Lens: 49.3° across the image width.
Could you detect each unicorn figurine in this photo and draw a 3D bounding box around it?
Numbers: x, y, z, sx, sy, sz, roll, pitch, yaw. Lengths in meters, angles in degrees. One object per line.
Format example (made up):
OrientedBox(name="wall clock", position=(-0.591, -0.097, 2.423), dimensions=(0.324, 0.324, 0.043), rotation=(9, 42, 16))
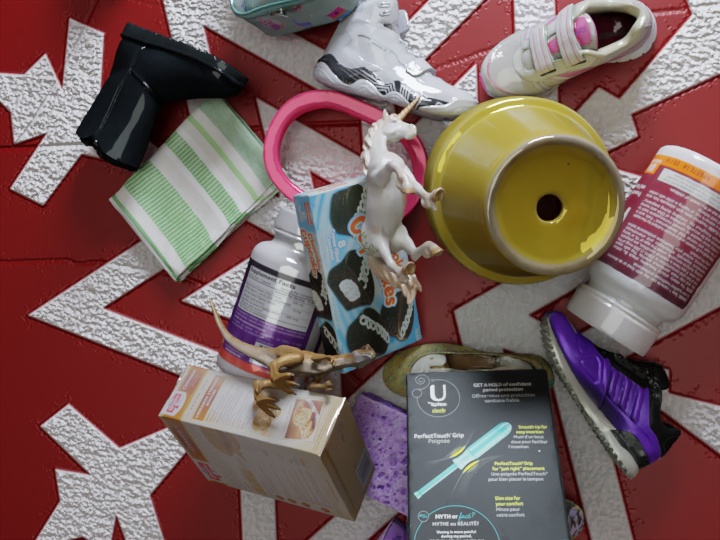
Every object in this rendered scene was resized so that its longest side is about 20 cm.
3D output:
OrientedBox(name="unicorn figurine", position=(0.036, -0.078, 0.806), dimensions=(0.074, 0.137, 0.200), rotation=(8, 108, -31))

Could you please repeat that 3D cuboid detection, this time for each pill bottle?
OrientedBox(name="pill bottle", position=(0.312, -0.019, 0.825), dimensions=(0.114, 0.114, 0.200), rotation=(33, 97, 10))
OrientedBox(name="pill bottle", position=(-0.086, 0.032, 0.916), dimensions=(0.111, 0.111, 0.200), rotation=(21, 95, 11))

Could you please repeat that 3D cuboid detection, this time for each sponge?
OrientedBox(name="sponge", position=(0.070, 0.235, 0.926), dimensions=(0.200, 0.030, 0.112), rotation=(24, 96, 11))

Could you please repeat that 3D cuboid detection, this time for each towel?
OrientedBox(name="towel", position=(-0.205, -0.104, 0.985), dimensions=(0.200, 0.023, 0.153), rotation=(-43, 82, 10))

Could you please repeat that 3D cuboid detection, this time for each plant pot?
OrientedBox(name="plant pot", position=(0.170, -0.075, 0.792), dimensions=(0.200, 0.189, 0.201), rotation=(0, 101, -1))

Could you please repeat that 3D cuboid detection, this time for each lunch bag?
OrientedBox(name="lunch bag", position=(-0.079, -0.375, 0.902), dimensions=(0.160, 0.077, 0.200), rotation=(-4, 80, 28))

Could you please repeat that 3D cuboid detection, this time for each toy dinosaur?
OrientedBox(name="toy dinosaur", position=(-0.085, 0.097, 0.830), dimensions=(0.200, 0.106, 0.060), rotation=(11, 121, 8))

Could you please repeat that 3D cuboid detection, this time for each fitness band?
OrientedBox(name="fitness band", position=(-0.017, -0.129, 0.928), dimensions=(0.200, 0.037, 0.144), rotation=(25, 93, 4))

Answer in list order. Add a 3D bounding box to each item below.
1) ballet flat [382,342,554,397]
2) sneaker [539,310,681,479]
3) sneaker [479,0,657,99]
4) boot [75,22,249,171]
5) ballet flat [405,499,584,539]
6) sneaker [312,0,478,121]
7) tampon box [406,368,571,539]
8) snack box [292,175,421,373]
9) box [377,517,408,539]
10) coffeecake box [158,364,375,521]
OrientedBox(name="ballet flat", position=(0.119, 0.120, 0.895), dimensions=(0.200, 0.071, 0.071), rotation=(0, 91, 13))
OrientedBox(name="sneaker", position=(0.279, 0.118, 0.863), dimensions=(0.099, 0.070, 0.200), rotation=(-32, 88, 5))
OrientedBox(name="sneaker", position=(0.223, -0.248, 0.852), dimensions=(0.200, 0.088, 0.081), rotation=(-22, 86, 12))
OrientedBox(name="boot", position=(-0.245, -0.196, 0.957), dimensions=(0.200, 0.076, 0.168), rotation=(25, 93, 24))
OrientedBox(name="ballet flat", position=(0.151, 0.290, 0.861), dimensions=(0.200, 0.072, 0.072), rotation=(-3, 90, 2))
OrientedBox(name="sneaker", position=(0.050, -0.245, 0.898), dimensions=(0.200, 0.075, 0.115), rotation=(19, 97, 14))
OrientedBox(name="tampon box", position=(0.123, 0.218, 0.798), dimensions=(0.150, 0.126, 0.200), rotation=(-2, 51, 5))
OrientedBox(name="snack box", position=(0.000, 0.000, 0.875), dimensions=(0.037, 0.116, 0.200), rotation=(8, 113, 54))
OrientedBox(name="box", position=(0.060, 0.426, 0.899), dimensions=(0.200, 0.097, 0.176), rotation=(36, 98, 9))
OrientedBox(name="coffeecake box", position=(-0.101, 0.193, 0.881), dimensions=(0.200, 0.154, 0.073), rotation=(8, 52, 23))
